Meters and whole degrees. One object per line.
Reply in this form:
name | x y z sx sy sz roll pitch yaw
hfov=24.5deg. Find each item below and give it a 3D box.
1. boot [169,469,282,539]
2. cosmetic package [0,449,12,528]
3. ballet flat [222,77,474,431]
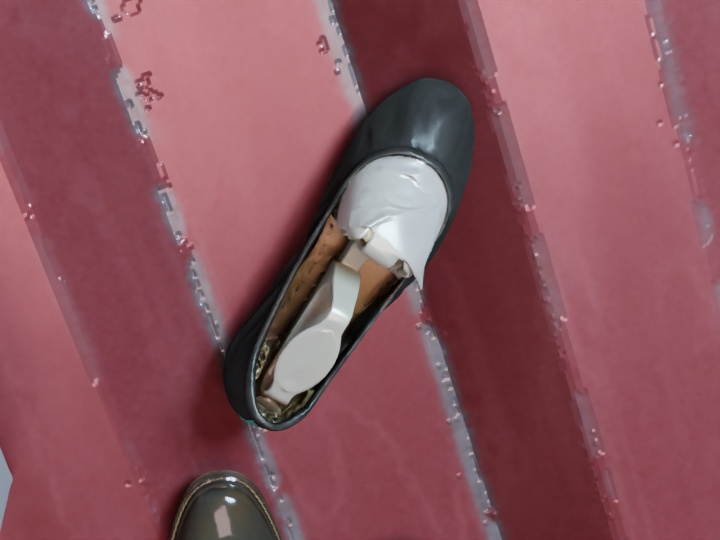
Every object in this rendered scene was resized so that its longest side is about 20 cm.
boot | -0.065 0.213 0.875 0.074 0.097 0.202 -5 110 -7
cosmetic package | -0.254 0.075 0.745 0.122 0.200 0.201 -18 111 -1
ballet flat | 0.000 0.000 0.824 0.068 0.068 0.201 28 103 -16
